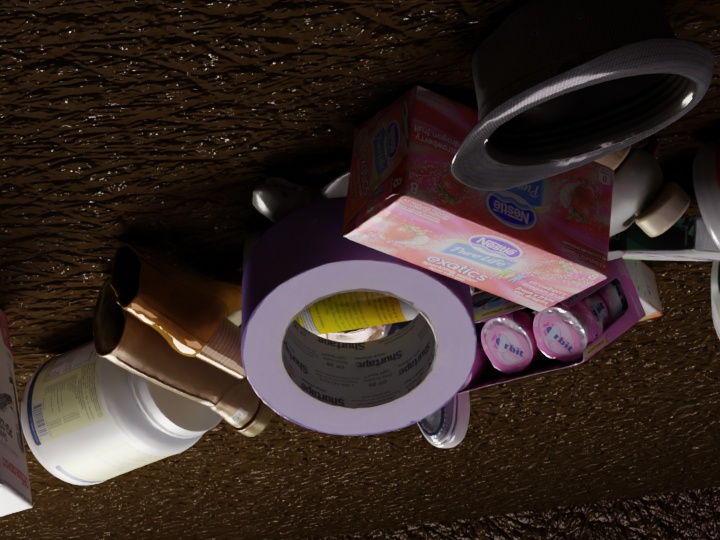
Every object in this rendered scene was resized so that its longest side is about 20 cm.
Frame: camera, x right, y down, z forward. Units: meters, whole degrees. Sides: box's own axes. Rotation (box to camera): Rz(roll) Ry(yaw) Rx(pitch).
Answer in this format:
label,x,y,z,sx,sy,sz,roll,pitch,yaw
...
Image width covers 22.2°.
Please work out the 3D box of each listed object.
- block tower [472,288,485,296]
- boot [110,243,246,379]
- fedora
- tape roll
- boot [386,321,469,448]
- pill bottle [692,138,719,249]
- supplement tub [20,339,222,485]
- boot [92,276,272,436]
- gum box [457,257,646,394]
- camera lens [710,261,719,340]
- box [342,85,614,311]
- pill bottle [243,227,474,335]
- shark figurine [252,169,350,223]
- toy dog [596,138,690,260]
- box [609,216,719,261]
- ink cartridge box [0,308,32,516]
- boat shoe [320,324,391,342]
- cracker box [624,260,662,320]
label,x,y,z,sx,sy,sz,roll,pitch,yaw
block tower,0.087,-0.006,1.797,0.057,0.054,0.199,-18,161,31
boot,-0.165,0.015,1.690,0.144,0.201,0.071,36,103,-21
fedora,0.147,-0.140,1.302,0.199,0.091,0.176,-24,161,25
tape roll,-0.003,0.040,1.553,0.198,0.085,0.201,-1,130,-2
boot,0.040,0.079,1.797,0.090,0.201,0.073,9,145,-40
pill bottle,0.399,-0.087,1.588,0.199,0.113,0.112,-20,161,31
supplement tub,-0.246,0.135,1.926,0.199,0.146,0.144,-23,159,39
boot,-0.171,0.056,1.794,0.066,0.176,0.200,-40,128,22
gum box,0.159,0.052,1.710,0.199,0.067,0.113,-18,-170,43
camera lens,0.448,0.028,1.921,0.159,0.161,0.200,-12,164,8
box,0.095,-0.053,1.456,0.199,0.103,0.095,21,152,-26
pill bottle,0.000,0.000,1.660,0.198,0.105,0.104,-9,164,11
shark figurine,0.010,-0.039,1.586,0.213,0.090,0.128,-5,165,-9
toy dog,0.202,-0.059,1.618,0.199,0.133,0.096,-15,-158,35
box,0.286,-0.030,1.752,0.144,0.037,0.199,5,176,-42
ink cartridge box,-0.371,0.124,1.714,0.084,0.202,0.146,-9,164,-1
boat shoe,-0.046,0.037,1.773,0.071,0.076,0.199,19,166,-40
cracker box,0.235,0.022,1.968,0.133,0.058,0.200,-15,164,19
